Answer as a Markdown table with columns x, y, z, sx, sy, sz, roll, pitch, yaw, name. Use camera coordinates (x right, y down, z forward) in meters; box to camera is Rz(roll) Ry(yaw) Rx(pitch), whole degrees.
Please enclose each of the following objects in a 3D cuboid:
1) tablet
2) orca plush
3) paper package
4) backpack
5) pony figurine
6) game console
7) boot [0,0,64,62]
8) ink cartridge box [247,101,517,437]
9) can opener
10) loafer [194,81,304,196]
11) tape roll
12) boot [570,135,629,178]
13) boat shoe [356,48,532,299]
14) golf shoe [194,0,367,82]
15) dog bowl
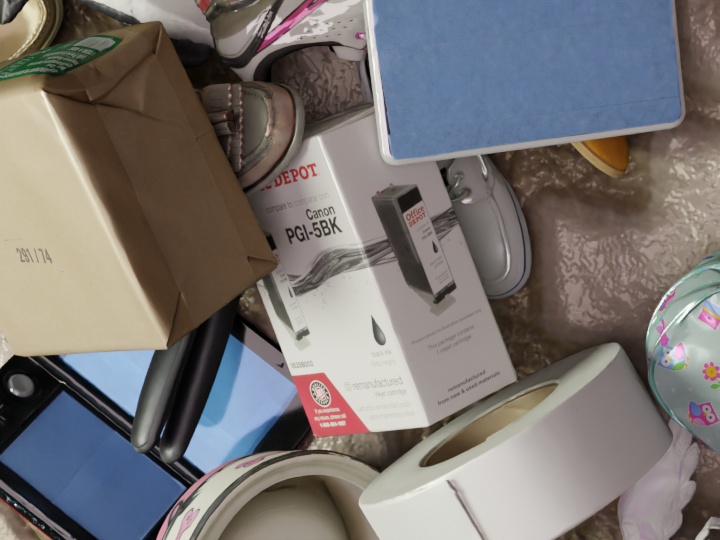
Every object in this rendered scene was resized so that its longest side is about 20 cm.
| x | y | z | sx | sy | sz | roll | pitch | yaw | name |
| --- | --- | --- | --- | --- | --- | --- | --- | --- | --- |
| 0.103 | -0.142 | 1.461 | 0.199 | 0.014 | 0.131 | -8 | 98 | -10 | tablet |
| -0.143 | -0.177 | 1.560 | 0.199 | 0.071 | 0.106 | -8 | 81 | -16 | orca plush |
| -0.178 | -0.047 | 1.489 | 0.200 | 0.103 | 0.191 | -4 | 117 | 52 | paper package |
| 0.281 | 0.068 | 1.496 | 0.200 | 0.127 | 0.167 | 39 | 109 | 5 | backpack |
| 0.205 | 0.217 | 1.542 | 0.200 | 0.167 | 0.193 | 31 | 114 | -11 | pony figurine |
| -0.155 | 0.102 | 1.602 | 0.200 | 0.172 | 0.119 | 38 | 133 | 3 | game console |
| -0.303 | -0.135 | 1.560 | 0.200 | 0.155 | 0.072 | -28 | 92 | 17 | boot |
| 0.000 | 0.000 | 1.526 | 0.147 | 0.083 | 0.201 | -12 | 101 | 57 | ink cartridge box |
| -0.111 | 0.033 | 1.588 | 0.078 | 0.063 | 0.201 | 1 | 79 | 53 | can opener |
| -0.110 | -0.083 | 1.510 | 0.063 | 0.200 | 0.072 | 8 | 81 | -32 | loafer |
| 0.100 | 0.128 | 1.506 | 0.202 | 0.202 | 0.071 | -30 | 94 | 16 | tape roll |
| 0.159 | -0.176 | 1.501 | 0.144 | 0.071 | 0.202 | -34 | 88 | 16 | boot |
| 0.047 | -0.066 | 1.548 | 0.073 | 0.067 | 0.200 | -30 | 94 | 16 | boat shoe |
| -0.003 | -0.185 | 1.506 | 0.199 | 0.073 | 0.092 | -25 | 97 | 9 | golf shoe |
| -0.057 | 0.212 | 1.575 | 0.074 | 0.200 | 0.201 | 16 | 109 | 55 | dog bowl |
